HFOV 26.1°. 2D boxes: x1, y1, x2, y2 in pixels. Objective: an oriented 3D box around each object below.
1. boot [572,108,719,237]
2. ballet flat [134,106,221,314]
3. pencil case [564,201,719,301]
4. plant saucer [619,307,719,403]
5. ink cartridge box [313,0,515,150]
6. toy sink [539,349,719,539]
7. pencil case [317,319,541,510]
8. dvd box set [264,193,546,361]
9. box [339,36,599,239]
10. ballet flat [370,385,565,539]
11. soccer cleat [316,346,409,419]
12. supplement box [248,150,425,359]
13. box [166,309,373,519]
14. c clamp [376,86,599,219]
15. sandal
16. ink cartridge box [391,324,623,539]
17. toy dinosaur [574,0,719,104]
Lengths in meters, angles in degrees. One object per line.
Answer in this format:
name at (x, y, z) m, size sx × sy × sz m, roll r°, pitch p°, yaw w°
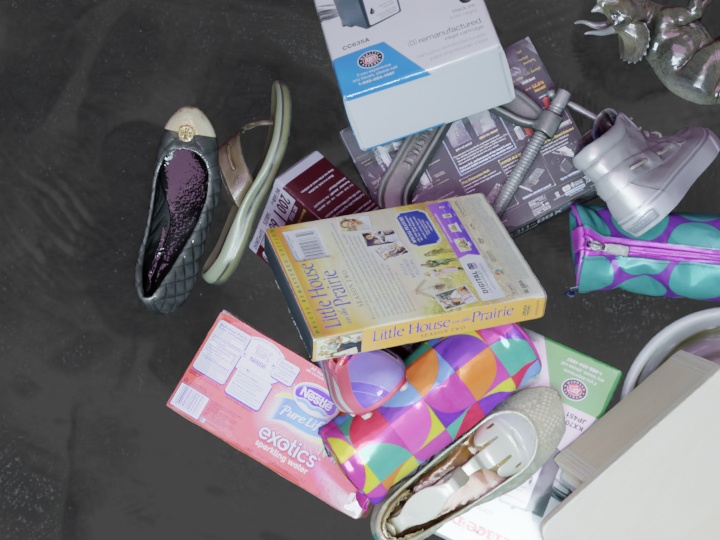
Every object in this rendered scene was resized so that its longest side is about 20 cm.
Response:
boot at (0.247, -0.108, 1.344) m, size 0.096 × 0.200 × 0.074 m, roll 49°, pitch 122°, yaw -1°
ballet flat at (-0.169, -0.057, 1.451) m, size 0.066 × 0.057 × 0.200 m, roll 7°, pitch 83°, yaw 6°
pencil case at (0.284, -0.014, 1.376) m, size 0.200 × 0.092 × 0.085 m, roll 3°, pitch 92°, yaw 8°
plant saucer at (0.328, 0.133, 1.373) m, size 0.200 × 0.050 × 0.200 m, roll -1°, pitch 82°, yaw 6°
ink cartridge box at (0.039, -0.225, 1.400) m, size 0.146 × 0.086 × 0.200 m, roll -19°, pitch 57°, yaw 4°
toy sink at (0.244, 0.182, 1.280) m, size 0.200 × 0.112 × 0.130 m, roll -42°, pitch 99°, yaw -4°
pencil case at (0.057, 0.110, 1.301) m, size 0.200 × 0.088 × 0.088 m, roll -38°, pitch 80°, yaw -3°
dvd box set at (0.034, 0.002, 1.285) m, size 0.200 × 0.029 × 0.146 m, roll -11°, pitch 41°, yaw -16°
box at (0.103, -0.099, 1.431) m, size 0.200 × 0.050 × 0.158 m, roll -27°, pitch 80°, yaw 2°
ballet flat at (0.095, 0.171, 1.303) m, size 0.200 × 0.062 × 0.067 m, roll -39°, pitch 84°, yaw 1°
soccer cleat at (-0.014, 0.062, 1.291) m, size 0.067 × 0.200 × 0.076 m, roll -37°, pitch 108°, yaw 1°
supplement box at (0.000, 0.000, 1.391) m, size 0.200 × 0.109 × 0.061 m, roll 41°, pitch 53°, yaw 12°
box at (-0.058, 0.130, 1.393) m, size 0.200 × 0.095 × 0.103 m, roll 29°, pitch 86°, yaw 9°
c clamp at (0.117, -0.092, 1.389) m, size 0.171 × 0.027 × 0.200 m, roll 35°, pitch 86°, yaw 10°
sandal at (-0.111, -0.086, 1.433) m, size 0.057 × 0.080 × 0.201 m, roll 23°, pitch 86°, yaw -8°
ink cartridge box at (0.126, 0.153, 1.376) m, size 0.147 × 0.083 × 0.200 m, roll 24°, pitch 86°, yaw 9°
toy dinosaur at (0.305, -0.200, 1.421) m, size 0.200 × 0.077 × 0.102 m, roll 41°, pitch 100°, yaw 5°
